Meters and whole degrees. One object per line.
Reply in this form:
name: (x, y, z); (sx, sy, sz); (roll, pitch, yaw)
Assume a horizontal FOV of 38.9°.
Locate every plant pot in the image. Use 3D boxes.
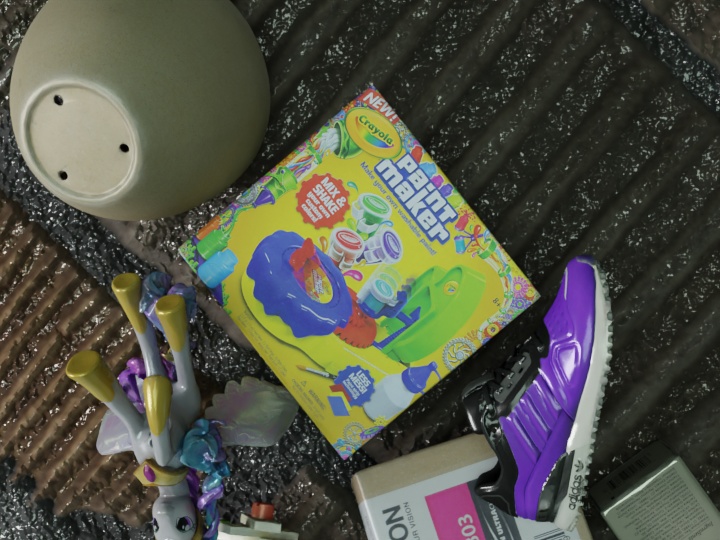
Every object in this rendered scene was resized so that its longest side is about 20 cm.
plant pot: (-0.181, -0.118, 0.762); (0.198, 0.135, 0.203); (6, 118, 11)

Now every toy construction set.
toy construction set: (-0.120, 0.273, 0.804); (0.091, 0.131, 0.202); (22, 80, 4)

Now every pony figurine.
pony figurine: (-0.142, 0.106, 0.764); (0.164, 0.194, 0.202); (-5, 121, 8)

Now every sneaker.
sneaker: (0.123, 0.085, 0.735); (0.098, 0.070, 0.203); (9, 99, 9)

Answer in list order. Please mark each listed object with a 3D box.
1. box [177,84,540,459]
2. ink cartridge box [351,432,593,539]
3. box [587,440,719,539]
box: (0.000, 0.000, 0.802); (0.192, 0.122, 0.201); (-40, 90, 2)
ink cartridge box: (0.099, 0.231, 0.794); (0.163, 0.075, 0.202); (-17, 75, -7)
box: (0.276, 0.245, 0.825); (0.082, 0.068, 0.201); (-34, 91, 3)
